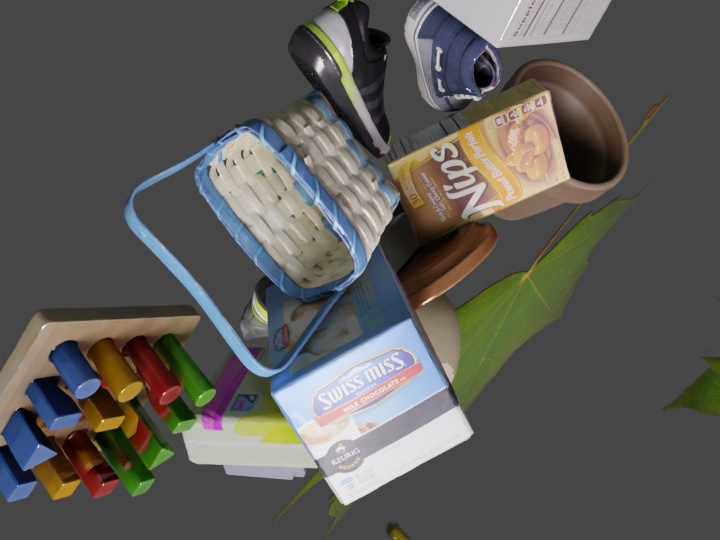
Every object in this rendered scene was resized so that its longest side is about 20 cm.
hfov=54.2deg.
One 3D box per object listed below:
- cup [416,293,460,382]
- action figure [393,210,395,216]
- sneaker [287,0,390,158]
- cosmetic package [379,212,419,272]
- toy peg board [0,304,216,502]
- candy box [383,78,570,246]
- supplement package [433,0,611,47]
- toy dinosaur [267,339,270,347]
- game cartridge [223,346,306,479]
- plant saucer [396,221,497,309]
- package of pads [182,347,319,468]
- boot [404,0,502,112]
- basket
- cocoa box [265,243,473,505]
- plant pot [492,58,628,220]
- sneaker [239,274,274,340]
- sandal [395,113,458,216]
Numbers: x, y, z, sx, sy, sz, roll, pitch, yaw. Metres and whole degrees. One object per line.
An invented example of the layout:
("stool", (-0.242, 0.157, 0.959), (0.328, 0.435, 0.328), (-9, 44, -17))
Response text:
("cup", (0.032, 0.107, 1.057), (0.141, 0.202, 0.202), (15, 120, -39))
("action figure", (-0.021, -0.063, 0.800), (0.100, 0.065, 0.199), (-56, 156, 7))
("sneaker", (0.005, -0.175, 0.644), (0.083, 0.072, 0.200), (-47, 158, -1))
("cosmetic package", (0.000, 0.000, 0.847), (0.082, 0.051, 0.200), (-25, -167, 35))
("toy peg board", (-0.250, 0.143, 0.683), (0.201, 0.098, 0.198), (-54, 157, 16))
("candy box", (0.135, -0.125, 0.826), (0.196, 0.056, 0.117), (-24, 120, 4))
("supplement package", (0.164, -0.296, 0.665), (0.198, 0.117, 0.119), (-22, 148, -45))
("toy dinosaur", (-0.107, 0.127, 0.949), (0.195, 0.109, 0.060), (0, 179, -10))
("game cartridge", (-0.126, 0.192, 0.943), (0.042, 0.130, 0.204), (-89, -171, -62))
("plant saucer", (0.075, -0.003, 0.860), (0.198, 0.033, 0.201), (-33, -169, 7))
("package of pads", (-0.082, 0.151, 0.800), (0.155, 0.195, 0.070), (-63, 149, -62))
("boot", (0.109, -0.206, 0.755), (0.073, 0.090, 0.200), (-48, 158, 6))
("basket", (-0.070, -0.037, 0.586), (0.138, 0.178, 0.200), (-28, -167, 48))
("cocoa box", (-0.003, 0.078, 0.650), (0.131, 0.201, 0.133), (-27, 114, 3))
("plant pot", (0.244, -0.162, 0.992), (0.198, 0.202, 0.175), (-30, 173, -33))
("sneaker", (-0.077, 0.035, 0.877), (0.081, 0.075, 0.198), (-40, 164, 33))
("sandal", (0.079, -0.108, 0.899), (0.047, 0.076, 0.202), (3, 129, -41))
